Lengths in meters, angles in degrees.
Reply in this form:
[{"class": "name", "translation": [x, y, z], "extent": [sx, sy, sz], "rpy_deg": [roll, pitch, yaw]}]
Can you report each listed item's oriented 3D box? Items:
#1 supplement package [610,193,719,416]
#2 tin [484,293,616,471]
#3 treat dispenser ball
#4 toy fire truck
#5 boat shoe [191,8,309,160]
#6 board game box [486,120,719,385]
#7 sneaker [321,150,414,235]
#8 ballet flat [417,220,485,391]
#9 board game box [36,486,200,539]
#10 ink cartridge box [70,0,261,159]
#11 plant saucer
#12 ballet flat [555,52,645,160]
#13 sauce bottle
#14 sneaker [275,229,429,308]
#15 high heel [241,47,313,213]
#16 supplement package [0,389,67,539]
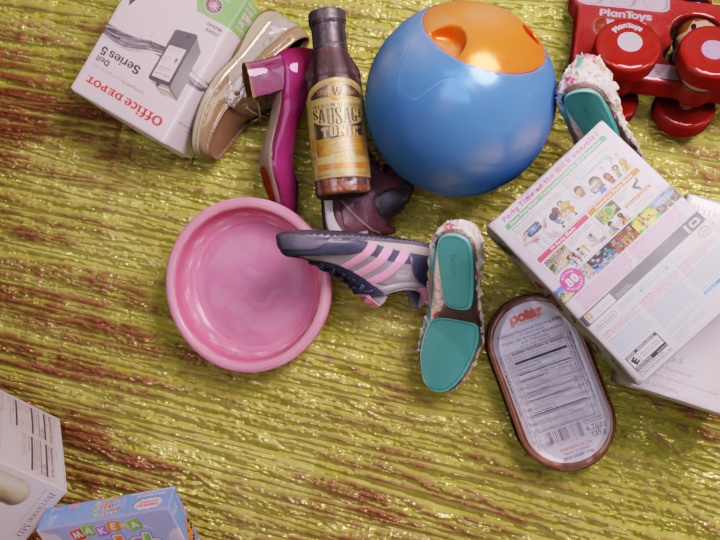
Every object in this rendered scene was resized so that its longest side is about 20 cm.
[{"class": "supplement package", "translation": [0.351, 0.039, 0.774], "extent": [0.116, 0.117, 0.201], "rpy_deg": [17, 87, 11]}, {"class": "tin", "translation": [0.210, 0.122, 0.831], "extent": [0.112, 0.042, 0.201], "rpy_deg": [-20, 82, 3]}, {"class": "treat dispenser ball", "translation": [0.105, -0.179, 0.790], "extent": [0.200, 0.201, 0.202], "rpy_deg": [-1, 85, 9]}, {"class": "toy fire truck", "translation": [0.326, -0.248, 0.817], "extent": [0.199, 0.112, 0.169], "rpy_deg": [8, 68, 9]}, {"class": "boat shoe", "translation": [-0.131, -0.215, 0.895], "extent": [0.066, 0.074, 0.201], "rpy_deg": [29, 90, 16]}, {"class": "board game box", "translation": [0.241, -0.016, 0.709], "extent": [0.147, 0.064, 0.200], "rpy_deg": [-42, 80, 4]}, {"class": "sneaker", "translation": [0.008, -0.131, 0.876], "extent": [0.115, 0.076, 0.201], "rpy_deg": [-4, 90, -2]}, {"class": "ballet flat", "translation": [0.106, 0.037, 0.820], "extent": [0.075, 0.064, 0.201], "rpy_deg": [13, 115, 16]}, {"class": "board game box", "translation": [-0.244, 0.333, 0.832], "extent": [0.151, 0.037, 0.201], "rpy_deg": [-12, 117, 8]}, {"class": "ink cartridge box", "translation": [-0.229, -0.260, 0.909], "extent": [0.145, 0.084, 0.200], "rpy_deg": [30, 90, 11]}, {"class": "plant saucer", "translation": [-0.127, 0.016, 0.877], "extent": [0.200, 0.051, 0.201], "rpy_deg": [1, 93, 11]}, {"class": "ballet flat", "translation": [0.256, -0.146, 0.785], "extent": [0.075, 0.200, 0.064], "rpy_deg": [-1, 56, 27]}, {"class": "sauce bottle", "translation": [-0.028, -0.178, 0.805], "extent": [0.066, 0.066, 0.201], "rpy_deg": [-8, 90, 8]}, {"class": "sneaker", "translation": [0.000, 0.000, 0.820], "extent": [0.199, 0.070, 0.082], "rpy_deg": [6, 95, -25]}, {"class": "high heel", "translation": [-0.072, -0.153, 0.873], "extent": [0.096, 0.067, 0.201], "rpy_deg": [-16, 116, -18]}, {"class": "supplement package", "translation": [-0.458, 0.216, 0.824], "extent": [0.200, 0.151, 0.152], "rpy_deg": [39, 92, -33]}]
